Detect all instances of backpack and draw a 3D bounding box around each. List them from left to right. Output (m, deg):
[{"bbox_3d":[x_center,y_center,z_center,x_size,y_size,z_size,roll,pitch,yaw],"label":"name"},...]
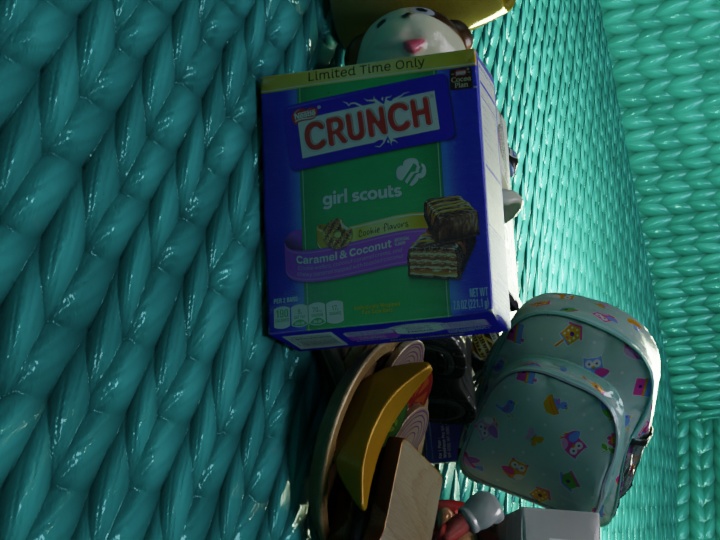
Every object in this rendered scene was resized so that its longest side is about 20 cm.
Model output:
[{"bbox_3d":[0.193,0.128,1.437,0.153,0.175,0.201,-18,127,-71],"label":"backpack"}]

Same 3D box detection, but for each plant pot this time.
[{"bbox_3d":[0.069,-0.289,1.357,0.200,0.141,0.201,8,90,-73],"label":"plant pot"}]

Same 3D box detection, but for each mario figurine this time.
[{"bbox_3d":[0.079,0.268,1.296,0.106,0.123,0.200,58,27,-9],"label":"mario figurine"}]

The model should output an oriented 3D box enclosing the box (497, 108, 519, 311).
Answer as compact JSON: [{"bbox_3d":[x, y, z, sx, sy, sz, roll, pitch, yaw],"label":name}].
[{"bbox_3d":[0.082,-0.065,1.436,0.132,0.114,0.201,40,47,-66],"label":"box"}]

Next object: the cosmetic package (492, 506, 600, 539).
[{"bbox_3d":[0.146,0.291,1.406,0.200,0.090,0.107,136,-42,-59],"label":"cosmetic package"}]

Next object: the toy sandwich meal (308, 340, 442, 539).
[{"bbox_3d":[0.026,0.152,1.167,0.205,0.070,0.206,-38,134,-54],"label":"toy sandwich meal"}]

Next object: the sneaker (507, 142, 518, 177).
[{"bbox_3d":[0.127,-0.137,1.659,0.079,0.089,0.200,-79,156,-48],"label":"sneaker"}]

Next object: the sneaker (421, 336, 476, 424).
[{"bbox_3d":[0.076,0.075,1.368,0.200,0.076,0.091,91,10,-59],"label":"sneaker"}]

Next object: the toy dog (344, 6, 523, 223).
[{"bbox_3d":[0.058,-0.127,1.277,0.194,0.139,0.201,30,49,-75],"label":"toy dog"}]

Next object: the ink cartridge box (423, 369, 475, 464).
[{"bbox_3d":[0.102,0.144,1.559,0.200,0.039,0.100,0,85,-73],"label":"ink cartridge box"}]

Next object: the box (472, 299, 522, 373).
[{"bbox_3d":[0.149,0.070,1.622,0.199,0.050,0.200,65,15,-12],"label":"box"}]

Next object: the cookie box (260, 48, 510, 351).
[{"bbox_3d":[0.017,-0.051,1.122,0.075,0.170,0.201,43,42,-70],"label":"cookie box"}]

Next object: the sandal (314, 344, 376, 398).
[{"bbox_3d":[-0.001,0.067,1.213,0.080,0.054,0.201,-44,126,-69],"label":"sandal"}]
